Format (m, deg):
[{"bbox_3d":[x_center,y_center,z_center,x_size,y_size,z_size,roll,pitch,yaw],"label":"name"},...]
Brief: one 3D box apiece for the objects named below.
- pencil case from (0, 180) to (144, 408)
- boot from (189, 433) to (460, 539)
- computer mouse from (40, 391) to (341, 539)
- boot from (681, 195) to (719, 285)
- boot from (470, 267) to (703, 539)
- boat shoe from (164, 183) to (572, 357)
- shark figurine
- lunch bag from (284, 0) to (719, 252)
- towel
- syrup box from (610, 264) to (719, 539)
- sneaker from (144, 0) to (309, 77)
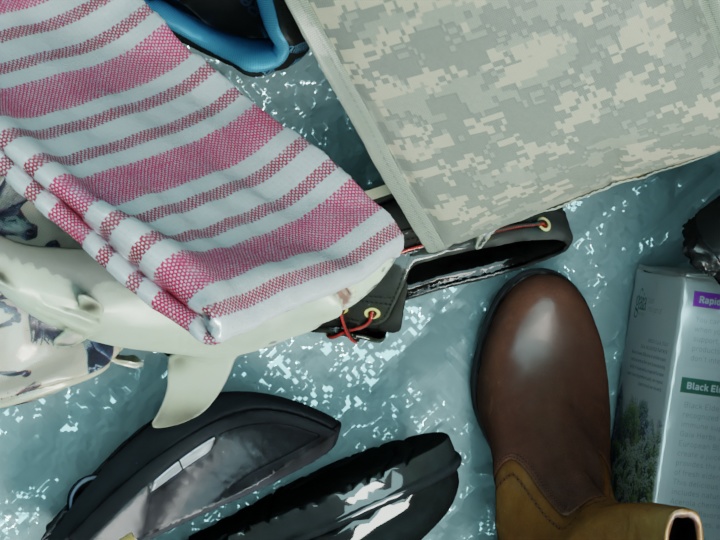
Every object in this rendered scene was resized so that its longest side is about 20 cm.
[{"bbox_3d":[-0.158,-0.042,1.106,0.089,0.078,0.200,-12,96,-23],"label":"pencil case"},{"bbox_3d":[-0.017,0.183,1.141,0.198,0.073,0.163,-26,95,-3],"label":"boot"},{"bbox_3d":[-0.099,0.096,1.093,0.200,0.140,0.046,-25,95,-10],"label":"computer mouse"},{"bbox_3d":[0.204,-0.047,1.042,0.162,0.198,0.073,-36,73,20],"label":"boot"},{"bbox_3d":[0.098,0.098,1.103,0.068,0.200,0.189,8,91,-12],"label":"boot"},{"bbox_3d":[0.000,-0.001,1.139,0.201,0.074,0.063,-22,78,-13],"label":"boat shoe"},{"bbox_3d":[-0.109,-0.012,1.061,0.214,0.090,0.128,17,133,-27],"label":"shark figurine"},{"bbox_3d":[0.067,-0.110,1.044,0.164,0.118,0.200,-19,128,10],"label":"lunch bag"},{"bbox_3d":[-0.087,-0.055,0.998,0.200,0.146,0.030,40,121,14],"label":"towel"},{"bbox_3d":[0.162,0.100,1.178,0.081,0.079,0.200,9,91,-12],"label":"syrup box"},{"bbox_3d":[-0.099,-0.158,1.101,0.200,0.082,0.073,33,112,-10],"label":"sneaker"}]
